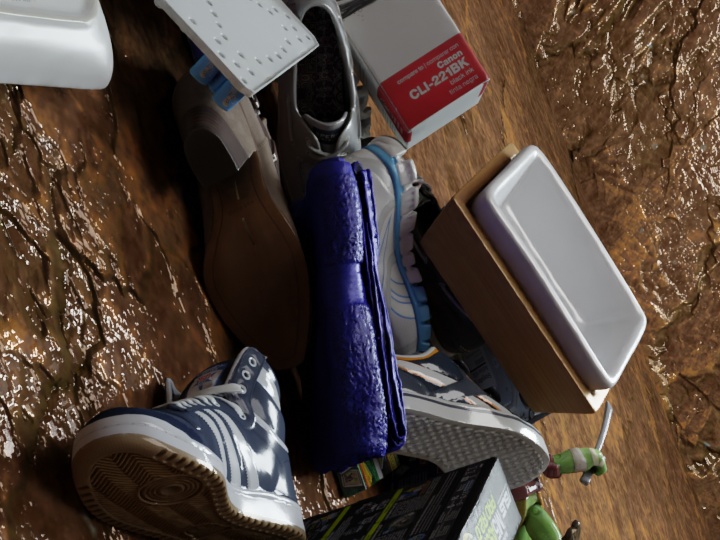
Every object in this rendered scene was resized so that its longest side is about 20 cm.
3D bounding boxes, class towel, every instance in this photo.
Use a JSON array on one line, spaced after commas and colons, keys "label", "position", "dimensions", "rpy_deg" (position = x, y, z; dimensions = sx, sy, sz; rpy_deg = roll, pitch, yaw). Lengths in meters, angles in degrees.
[{"label": "towel", "position": [-0.011, 0.035, 0.930], "dimensions": [0.148, 0.049, 0.201], "rpy_deg": [135, -50, -74]}]

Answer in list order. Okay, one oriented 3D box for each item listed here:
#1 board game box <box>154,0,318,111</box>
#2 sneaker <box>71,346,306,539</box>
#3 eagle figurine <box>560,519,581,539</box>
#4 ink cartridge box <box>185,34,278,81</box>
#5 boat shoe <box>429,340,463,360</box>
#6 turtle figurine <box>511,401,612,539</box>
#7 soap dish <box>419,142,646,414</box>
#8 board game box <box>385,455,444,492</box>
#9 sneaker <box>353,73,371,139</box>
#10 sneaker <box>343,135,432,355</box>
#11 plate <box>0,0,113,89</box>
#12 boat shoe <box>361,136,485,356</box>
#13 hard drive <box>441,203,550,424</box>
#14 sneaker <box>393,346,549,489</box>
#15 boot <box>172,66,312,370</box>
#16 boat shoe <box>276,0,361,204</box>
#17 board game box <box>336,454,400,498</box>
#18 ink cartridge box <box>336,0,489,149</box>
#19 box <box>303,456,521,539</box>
[{"label": "board game box", "position": [-0.124, -0.204, 0.917], "dimensions": [0.200, 0.026, 0.200], "rpy_deg": [46, 21, -6]}, {"label": "sneaker", "position": [-0.093, 0.083, 0.726], "dimensions": [0.200, 0.070, 0.109], "rpy_deg": [47, 28, -57]}, {"label": "eagle figurine", "position": [0.074, 0.245, 0.942], "dimensions": [0.151, 0.199, 0.152], "rpy_deg": [94, -28, -45]}, {"label": "ink cartridge box", "position": [-0.108, -0.257, 1.107], "dimensions": [0.200, 0.047, 0.199], "rpy_deg": [-8, 80, -75]}, {"label": "boat shoe", "position": [0.062, 0.118, 1.168], "dimensions": [0.063, 0.073, 0.201], "rpy_deg": [-72, 140, -68]}, {"label": "turtle figurine", "position": [0.187, 0.229, 1.319], "dimensions": [0.200, 0.143, 0.195], "rpy_deg": [19, 57, -65]}, {"label": "soap dish", "position": [0.141, 0.007, 1.101], "dimensions": [0.200, 0.081, 0.157], "rpy_deg": [56, 31, -5]}, {"label": "board game box", "position": [0.085, 0.261, 1.103], "dimensions": [0.200, 0.061, 0.200], "rpy_deg": [60, 19, -28]}, {"label": "sneaker", "position": [-0.012, -0.074, 1.181], "dimensions": [0.081, 0.075, 0.201], "rpy_deg": [-56, 130, -45]}, {"label": "sneaker", "position": [0.000, 0.000, 1.064], "dimensions": [0.075, 0.086, 0.201], "rpy_deg": [17, -59, 55]}, {"label": "plate", "position": [-0.206, -0.196, 0.713], "dimensions": [0.199, 0.032, 0.201], "rpy_deg": [-13, 86, -67]}, {"label": "boat shoe", "position": [0.059, -0.027, 1.131], "dimensions": [0.067, 0.057, 0.201], "rpy_deg": [-24, 89, -55]}, {"label": "hard drive", "position": [0.098, 0.052, 1.212], "dimensions": [0.201, 0.038, 0.140], "rpy_deg": [68, -27, 11]}, {"label": "sneaker", "position": [0.068, 0.109, 1.047], "dimensions": [0.200, 0.078, 0.080], "rpy_deg": [27, 33, -39]}, {"label": "boot", "position": [-0.076, -0.048, 0.944], "dimensions": [0.146, 0.070, 0.201], "rpy_deg": [-87, 161, -70]}, {"label": "boat shoe", "position": [-0.029, -0.120, 1.066], "dimensions": [0.069, 0.072, 0.201], "rpy_deg": [-113, -157, -70]}, {"label": "board game box", "position": [-0.022, 0.069, 1.051], "dimensions": [0.201, 0.023, 0.105], "rpy_deg": [71, 19, 2]}, {"label": "ink cartridge box", "position": [0.019, -0.214, 1.147], "dimensions": [0.201, 0.084, 0.144], "rpy_deg": [57, 0, 1]}, {"label": "box", "position": [-0.002, 0.175, 0.755], "dimensions": [0.044, 0.159, 0.200], "rpy_deg": [67, 16, -4]}]
